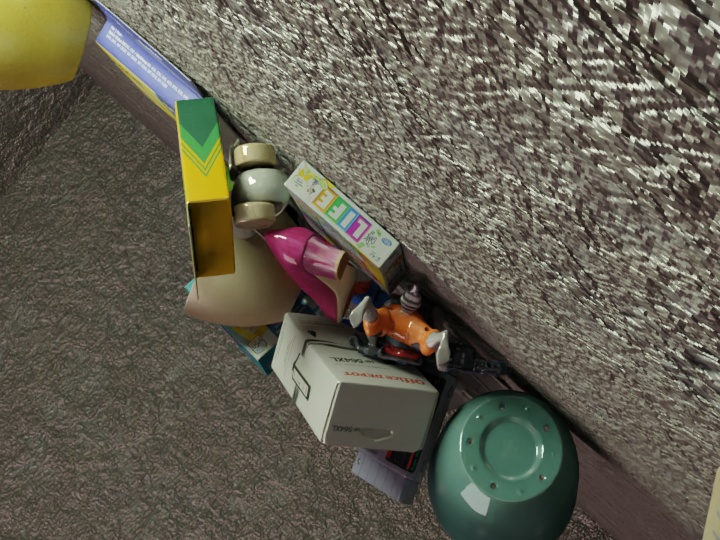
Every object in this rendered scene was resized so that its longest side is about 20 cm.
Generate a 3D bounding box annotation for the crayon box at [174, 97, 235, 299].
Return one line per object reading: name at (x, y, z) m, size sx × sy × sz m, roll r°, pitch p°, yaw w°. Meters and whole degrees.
crayon box at (-0.180, -0.086, 1.145) m, size 0.127 × 0.050 × 0.203 m, roll 95°, pitch 166°, yaw -50°

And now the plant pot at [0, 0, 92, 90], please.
plant pot at (-0.431, -0.319, 1.278) m, size 0.139 × 0.204 × 0.200 m, roll 14°, pitch -173°, yaw -24°

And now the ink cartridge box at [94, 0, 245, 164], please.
ink cartridge box at (-0.253, -0.237, 1.273) m, size 0.197 × 0.047 × 0.200 m, roll 41°, pitch 179°, yaw 22°

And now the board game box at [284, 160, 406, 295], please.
board game box at (-0.011, -0.042, 1.095) m, size 0.134 × 0.034 × 0.200 m, roll 41°, pitch 176°, yaw 10°

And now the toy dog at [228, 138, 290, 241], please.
toy dog at (-0.109, -0.086, 1.180) m, size 0.094 × 0.135 × 0.200 m, roll 2°, pitch -171°, yaw -10°

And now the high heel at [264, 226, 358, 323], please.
high heel at (-0.059, 0.006, 1.183) m, size 0.094 × 0.068 × 0.200 m, roll 21°, pitch 168°, yaw 11°

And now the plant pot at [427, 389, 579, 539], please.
plant pot at (0.181, 0.242, 1.216) m, size 0.200 × 0.201 × 0.162 m, roll 39°, pitch 163°, yaw 19°

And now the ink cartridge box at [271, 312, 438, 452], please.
ink cartridge box at (-0.010, 0.137, 1.234) m, size 0.143 × 0.086 × 0.200 m, roll 9°, pitch -163°, yaw -27°

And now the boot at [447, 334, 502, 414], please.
boot at (0.135, 0.170, 1.405) m, size 0.073 × 0.096 × 0.200 m, roll 36°, pitch 173°, yaw 48°

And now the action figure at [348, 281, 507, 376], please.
action figure at (0.082, 0.066, 1.161) m, size 0.195 × 0.107 × 0.193 m, roll 9°, pitch -178°, yaw 6°

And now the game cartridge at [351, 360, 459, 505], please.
game cartridge at (0.060, 0.187, 1.276) m, size 0.038 × 0.204 × 0.129 m, roll 22°, pitch 175°, yaw -26°

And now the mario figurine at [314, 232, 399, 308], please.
mario figurine at (0.000, 0.000, 1.327) m, size 0.199 × 0.122 × 0.108 m, roll 34°, pitch -137°, yaw -32°

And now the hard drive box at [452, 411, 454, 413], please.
hard drive box at (0.098, 0.139, 1.692) m, size 0.199 × 0.077 × 0.156 m, roll 39°, pitch 175°, yaw 41°

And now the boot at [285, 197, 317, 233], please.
boot at (-0.106, -0.061, 1.503) m, size 0.200 × 0.074 × 0.096 m, roll 45°, pitch -179°, yaw -31°

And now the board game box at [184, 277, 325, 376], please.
board game box at (-0.148, 0.039, 1.471) m, size 0.199 × 0.151 × 0.047 m, roll 38°, pitch 163°, yaw 35°

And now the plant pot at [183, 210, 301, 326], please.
plant pot at (-0.142, -0.003, 1.369) m, size 0.132 × 0.203 × 0.200 m, roll 26°, pitch 177°, yaw -4°

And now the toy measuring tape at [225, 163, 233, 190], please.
toy measuring tape at (-0.193, -0.132, 1.376) m, size 0.073 × 0.073 × 0.201 m, roll 42°, pitch -161°, yaw -20°

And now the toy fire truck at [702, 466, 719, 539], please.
toy fire truck at (0.301, 0.242, 0.676) m, size 0.198 × 0.130 × 0.176 m, roll 32°, pitch -179°, yaw -30°
